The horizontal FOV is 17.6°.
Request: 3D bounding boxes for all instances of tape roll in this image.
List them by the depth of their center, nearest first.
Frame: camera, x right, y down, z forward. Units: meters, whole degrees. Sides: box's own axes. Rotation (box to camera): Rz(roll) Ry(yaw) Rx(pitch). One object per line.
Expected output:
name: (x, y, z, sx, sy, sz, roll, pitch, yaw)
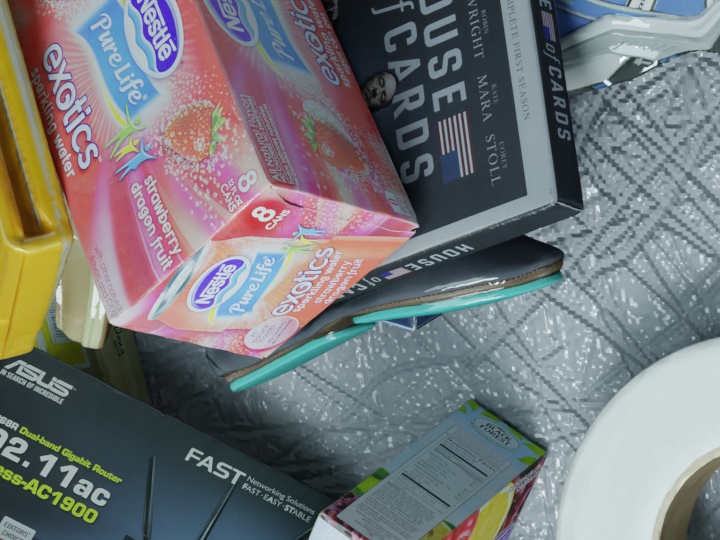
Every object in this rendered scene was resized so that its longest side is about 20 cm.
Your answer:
tape roll: (0.182, 0.124, 0.999, 0.203, 0.037, 0.203, 1, 92, 29)

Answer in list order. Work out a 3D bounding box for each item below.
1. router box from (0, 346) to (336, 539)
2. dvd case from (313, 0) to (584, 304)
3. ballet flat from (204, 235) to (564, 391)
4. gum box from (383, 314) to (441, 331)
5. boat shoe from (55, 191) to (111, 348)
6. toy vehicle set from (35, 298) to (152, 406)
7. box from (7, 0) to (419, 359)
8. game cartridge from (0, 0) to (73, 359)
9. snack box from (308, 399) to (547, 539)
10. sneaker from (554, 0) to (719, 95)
router box: (-0.128, 0.143, 1.146, 0.200, 0.150, 0.062, 26, 151, 9)
dvd case: (0.001, -0.067, 0.994, 0.200, 0.025, 0.150, -21, 67, 37)
ballet flat: (0.000, 0.000, 1.035, 0.200, 0.073, 0.073, -20, 95, 40)
gum box: (-0.031, -0.089, 1.089, 0.170, 0.045, 0.200, 16, 116, 28)
boat shoe: (-0.148, -0.061, 1.148, 0.063, 0.073, 0.200, -2, 97, -4)
toy vehicle set: (-0.180, 0.026, 1.243, 0.124, 0.027, 0.200, -6, 104, 35)
box: (-0.069, -0.076, 0.977, 0.103, 0.095, 0.200, -39, 57, 28)
game cartridge: (-0.174, -0.064, 1.046, 0.200, 0.032, 0.176, 131, 124, -69)
snack box: (0.005, 0.174, 1.101, 0.053, 0.142, 0.200, 33, 122, 19)
sneaker: (0.142, -0.130, 0.938, 0.200, 0.076, 0.077, -16, 102, 36)
